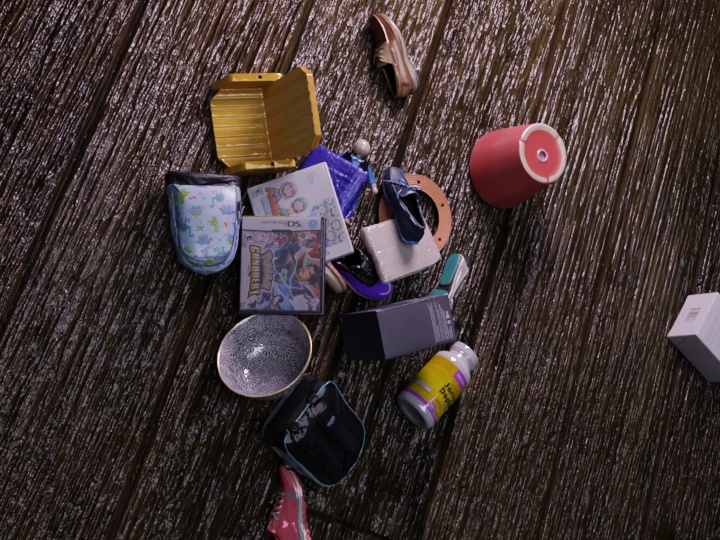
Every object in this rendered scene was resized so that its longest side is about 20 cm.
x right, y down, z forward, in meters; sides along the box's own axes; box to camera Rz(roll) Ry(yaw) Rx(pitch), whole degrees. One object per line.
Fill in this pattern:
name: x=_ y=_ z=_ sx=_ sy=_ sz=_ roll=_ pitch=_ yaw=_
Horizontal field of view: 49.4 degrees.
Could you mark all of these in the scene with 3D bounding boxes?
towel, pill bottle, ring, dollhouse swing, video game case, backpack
towel: x=-0.085 y=-0.165 z=1.700 sx=0.146 sy=0.050 sz=0.202 roll=29 pitch=75 yaw=6
pill bottle: x=0.181 y=0.256 z=1.780 sx=0.200 sy=0.104 sz=0.105 roll=-43 pitch=102 yaw=-23
ring: x=0.128 y=-0.126 z=1.848 sx=0.196 sy=0.019 sz=0.206 roll=3 pitch=83 yaw=-24
dollhouse swing: x=-0.201 y=-0.317 z=1.627 sx=0.178 sy=0.175 sz=0.205 roll=-7 pitch=88 yaw=-26
video game case: x=-0.161 y=-0.011 z=1.613 sx=0.176 sy=0.026 sz=0.205 roll=1 pitch=84 yaw=2
backpack: x=-0.313 y=-0.094 z=1.576 sx=0.160 sy=0.153 sz=0.205 roll=2 pitch=96 yaw=-21
backpack: x=-0.091 y=0.334 z=1.607 sx=0.201 sy=0.152 sz=0.177 roll=48 pitch=63 yaw=-27
video game case: x=-0.127 y=-0.105 z=1.647 sx=0.178 sy=0.024 sz=0.204 roll=-18 pitch=82 yaw=0
towel: x=0.091 y=-0.054 z=1.763 sx=0.198 sy=0.034 sz=0.135 roll=-18 pitch=81 yaw=-41

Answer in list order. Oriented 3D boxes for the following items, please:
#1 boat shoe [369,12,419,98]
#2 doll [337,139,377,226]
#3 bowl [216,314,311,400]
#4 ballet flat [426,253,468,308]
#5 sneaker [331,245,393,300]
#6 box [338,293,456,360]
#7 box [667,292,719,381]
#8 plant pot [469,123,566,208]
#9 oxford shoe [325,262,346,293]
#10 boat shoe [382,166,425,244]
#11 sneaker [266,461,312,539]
boat shoe: x=0.069 y=-0.501 z=1.835 sx=0.073 sy=0.075 sz=0.203 roll=-29 pitch=96 yaw=-22
doll: x=-0.022 y=-0.202 z=1.767 sx=0.134 sy=0.048 sz=0.204 roll=21 pitch=75 yaw=-9
bowl: x=-0.186 y=0.193 z=1.599 sx=0.200 sy=0.199 sz=0.095 roll=-42 pitch=146 yaw=-23
ballet flat: x=0.202 y=0.056 z=1.842 sx=0.069 sy=0.069 sz=0.202 roll=37 pitch=69 yaw=-17
sneaker: x=0.000 y=0.000 z=1.725 sx=0.198 sy=0.099 sz=0.070 roll=34 pitch=73 yaw=-17
box: x=0.077 y=0.125 z=1.693 sx=0.179 sy=0.199 sz=0.107 roll=-10 pitch=89 yaw=-25
box: x=0.977 y=0.187 z=2.167 sx=0.200 sy=0.106 sz=0.153 roll=44 pitch=68 yaw=-14
plant pot: x=0.391 y=-0.263 z=1.903 sx=0.196 sy=0.177 sz=0.206 roll=3 pitch=83 yaw=-25
oxford shoe: x=-0.118 y=-0.008 z=1.693 sx=0.199 sy=0.071 sz=0.074 roll=40 pitch=73 yaw=-4
boat shoe: x=0.111 y=-0.156 z=1.762 sx=0.083 sy=0.069 sz=0.203 roll=-4 pitch=59 yaw=-34
sneaker: x=-0.155 y=0.501 z=1.608 sx=0.085 sy=0.074 sz=0.205 roll=-10 pitch=87 yaw=-22
